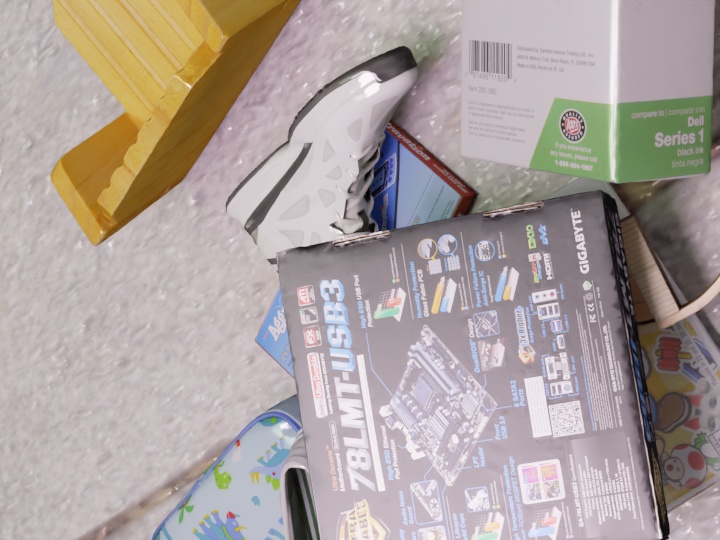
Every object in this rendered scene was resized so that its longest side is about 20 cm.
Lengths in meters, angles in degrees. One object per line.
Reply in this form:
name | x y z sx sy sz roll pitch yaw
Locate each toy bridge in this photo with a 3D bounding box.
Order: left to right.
toy bridge | 0.166 0.000 1.134 0.199 0.027 0.068 -28 90 13

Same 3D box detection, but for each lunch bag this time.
lunch bag | -0.044 0.191 1.360 0.161 0.082 0.200 48 125 10

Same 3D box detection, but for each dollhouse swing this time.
dollhouse swing | -0.166 -0.169 1.361 0.176 0.182 0.200 41 125 4

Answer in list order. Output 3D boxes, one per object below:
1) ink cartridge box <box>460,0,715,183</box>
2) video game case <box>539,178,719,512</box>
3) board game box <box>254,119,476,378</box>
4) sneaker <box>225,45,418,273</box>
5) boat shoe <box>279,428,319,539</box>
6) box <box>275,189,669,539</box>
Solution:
ink cartridge box | 0.130 -0.160 1.133 0.146 0.084 0.202 16 108 54
video game case | 0.119 0.065 1.167 0.181 0.023 0.201 -30 74 -6
board game box | 0.000 0.000 1.338 0.103 0.019 0.201 41 122 26
sneaker | 0.000 -0.053 1.280 0.116 0.075 0.201 54 135 9
boat shoe | -0.019 0.198 1.261 0.073 0.067 0.202 -6 107 30
box | 0.063 0.070 1.115 0.197 0.050 0.202 -11 84 17
